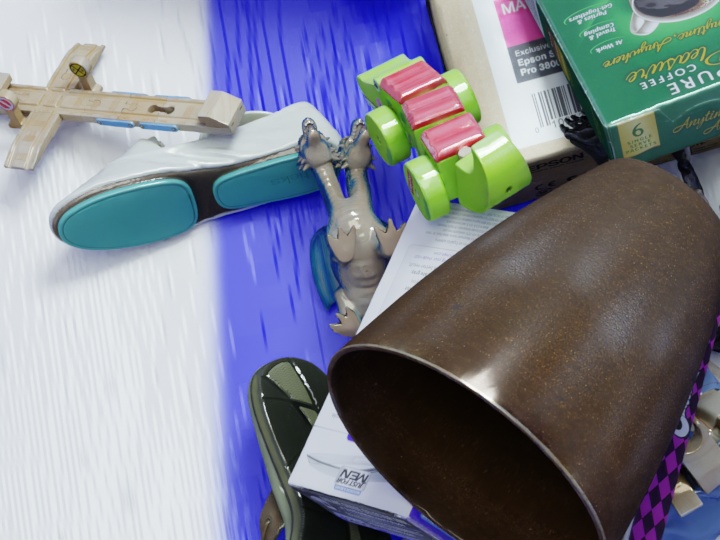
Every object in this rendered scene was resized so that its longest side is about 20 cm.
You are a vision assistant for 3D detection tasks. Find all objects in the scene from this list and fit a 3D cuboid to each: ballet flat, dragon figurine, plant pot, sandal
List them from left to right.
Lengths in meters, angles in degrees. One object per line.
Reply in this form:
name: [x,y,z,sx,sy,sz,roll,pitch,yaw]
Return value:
ballet flat: [-0.110,-0.065,1.701,0.200,0.069,0.070,-15,70,-4]
sandal: [-0.030,0.154,1.615,0.080,0.057,0.201,3,65,-36]
dragon figurine: [0.000,0.000,1.655,0.059,0.099,0.200,-11,110,-5]
plant pot: [0.114,0.039,1.433,0.187,0.187,0.200,33,65,16]

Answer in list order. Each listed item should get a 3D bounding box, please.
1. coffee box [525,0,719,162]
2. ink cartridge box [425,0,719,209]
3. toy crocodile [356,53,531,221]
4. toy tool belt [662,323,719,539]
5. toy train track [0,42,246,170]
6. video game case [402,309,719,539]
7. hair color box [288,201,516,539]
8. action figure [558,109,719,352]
coffee box: [0.176,-0.152,1.584,0.123,0.044,0.200,-20,44,-3]
ink cartridge box: [0.154,-0.147,1.690,0.200,0.075,0.165,-16,71,1]
toy crocodile: [0.048,-0.088,1.587,0.067,0.062,0.200,-24,34,-7]
toy tool belt: [0.213,0.118,1.555,0.200,0.125,0.123,-38,40,6]
toy train track: [-0.171,-0.115,1.702,0.200,0.033,0.115,7,53,26]
video game case: [0.124,0.078,1.547,0.181,0.036,0.200,-5,61,45]
hair color box: [0.049,0.061,1.557,0.109,0.065,0.200,11,70,48]
action figure: [0.207,-0.021,1.621,0.119,0.102,0.200,-24,109,7]
